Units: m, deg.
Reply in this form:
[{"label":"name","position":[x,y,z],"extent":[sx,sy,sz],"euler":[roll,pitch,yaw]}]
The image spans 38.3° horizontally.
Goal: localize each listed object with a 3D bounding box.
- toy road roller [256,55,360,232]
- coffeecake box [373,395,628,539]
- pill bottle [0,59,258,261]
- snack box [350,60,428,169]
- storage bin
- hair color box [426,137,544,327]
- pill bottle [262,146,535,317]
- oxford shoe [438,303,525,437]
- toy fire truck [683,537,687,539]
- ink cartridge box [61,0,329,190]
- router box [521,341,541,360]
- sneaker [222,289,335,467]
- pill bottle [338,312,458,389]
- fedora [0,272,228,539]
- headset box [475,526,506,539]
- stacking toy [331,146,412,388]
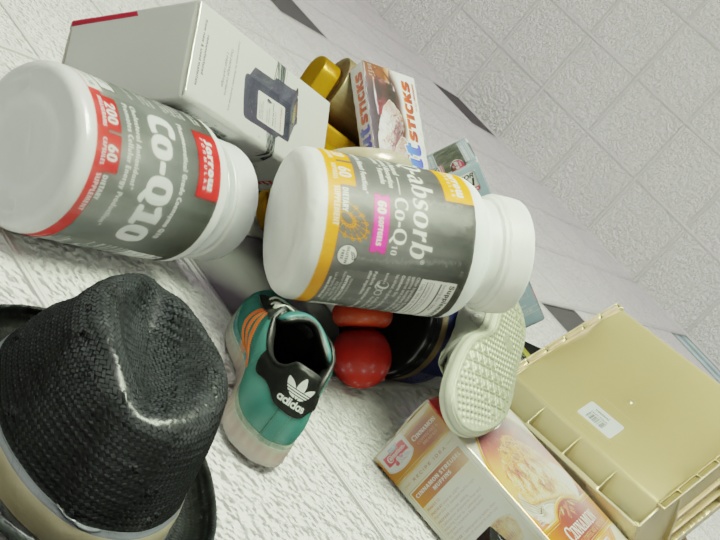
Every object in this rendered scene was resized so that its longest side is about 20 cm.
[{"label":"toy road roller","position":[-0.025,-0.106,1.035],"extent":[0.122,0.202,0.146],"euler":[34,-4,-25]},{"label":"coffeecake box","position":[0.124,0.195,0.852],"extent":[0.200,0.073,0.153],"euler":[48,18,17]},{"label":"pill bottle","position":[-0.168,-0.069,0.751],"extent":[0.114,0.114,0.199],"euler":[51,19,27]},{"label":"snack box","position":[0.034,-0.105,1.008],"extent":[0.071,0.024,0.204],"euler":[11,62,-39]},{"label":"storage bin","position":[0.251,0.157,0.997],"extent":[0.197,0.095,0.200],"euler":[-26,50,-30]},{"label":"hair color box","position":[0.137,-0.036,1.163],"extent":[0.099,0.060,0.202],"euler":[-98,162,-69]},{"label":"pill bottle","position":[0.030,-0.025,0.815],"extent":[0.196,0.118,0.117],"euler":[7,31,-22]},{"label":"oxford shoe","position":[0.093,0.078,0.858],"extent":[0.076,0.057,0.200],"euler":[67,25,-16]},{"label":"toy fire truck","position":[0.306,0.252,1.066],"extent":[0.141,0.048,0.202],"euler":[43,30,-25]},{"label":"ink cartridge box","position":[-0.137,-0.140,0.890],"extent":[0.142,0.086,0.199],"euler":[1,-15,30]},{"label":"router box","position":[0.203,0.157,1.165],"extent":[0.156,0.052,0.201],"euler":[25,24,-45]},{"label":"sneaker","position":[-0.053,0.058,0.762],"extent":[0.071,0.080,0.201],"euler":[34,18,-19]},{"label":"pill bottle","position":[0.074,0.058,1.007],"extent":[0.199,0.112,0.112],"euler":[18,29,-54]},{"label":"fedora","position":[-0.127,0.065,0.550],"extent":[0.200,0.092,0.201],"euler":[39,17,-14]},{"label":"headset box","position":[0.108,0.272,0.619],"extent":[0.148,0.077,0.200],"euler":[41,17,-6]},{"label":"stacking toy","position":[0.000,0.000,0.903],"extent":[0.084,0.204,0.085],"euler":[3,-7,0]}]
